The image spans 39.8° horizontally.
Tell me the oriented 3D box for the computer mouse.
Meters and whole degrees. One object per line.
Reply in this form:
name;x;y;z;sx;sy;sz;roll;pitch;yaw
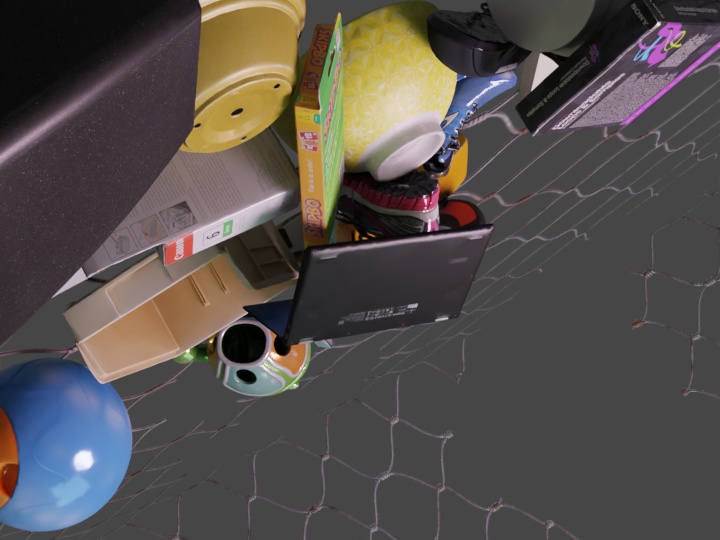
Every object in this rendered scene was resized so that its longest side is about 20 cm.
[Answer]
computer mouse;0.139;-0.193;0.913;0.200;0.140;0.046;-35;153;-60

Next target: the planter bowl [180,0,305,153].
planter bowl;-0.109;-0.148;0.750;0.200;0.084;0.200;-30;166;-8

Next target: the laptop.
laptop;0.000;0.000;0.974;0.186;0.116;0.200;-8;140;-23

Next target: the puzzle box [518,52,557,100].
puzzle box;0.258;-0.276;1.197;0.133;0.025;0.200;-30;166;-4

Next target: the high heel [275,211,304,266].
high heel;-0.111;-0.017;1.266;0.142;0.072;0.200;-26;172;27

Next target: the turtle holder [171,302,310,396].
turtle holder;-0.168;0.104;1.442;0.141;0.185;0.132;-63;167;-3

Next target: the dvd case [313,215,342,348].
dvd case;-0.038;-0.017;1.173;0.022;0.201;0.146;7;169;8

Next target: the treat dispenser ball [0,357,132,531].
treat dispenser ball;-0.372;0.204;1.177;0.200;0.201;0.201;-29;166;-8

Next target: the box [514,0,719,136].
box;0.239;-0.179;0.868;0.200;0.036;0.143;-17;160;-50

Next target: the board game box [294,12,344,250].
board game box;-0.032;-0.112;0.837;0.030;0.096;0.200;9;145;3

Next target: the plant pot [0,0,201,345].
plant pot;-0.193;-0.106;0.520;0.177;0.200;0.200;-37;169;-22

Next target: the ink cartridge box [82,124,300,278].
ink cartridge box;-0.162;-0.070;0.855;0.199;0.109;0.050;-26;165;-18

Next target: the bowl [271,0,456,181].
bowl;0.021;-0.152;0.959;0.199;0.108;0.200;-28;166;-8

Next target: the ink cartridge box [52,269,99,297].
ink cartridge box;-0.250;-0.033;0.946;0.199;0.039;0.099;-28;167;-8

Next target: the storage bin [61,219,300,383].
storage bin;-0.184;0.022;1.076;0.199;0.094;0.198;-30;177;15

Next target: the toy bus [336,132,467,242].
toy bus;0.046;-0.094;1.170;0.200;0.078;0.065;-39;149;-25

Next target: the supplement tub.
supplement tub;0.220;-0.270;0.886;0.199;0.146;0.145;-20;163;-38

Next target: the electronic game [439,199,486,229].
electronic game;0.059;-0.014;1.170;0.199;0.042;0.200;-29;-153;16

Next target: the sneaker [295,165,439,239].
sneaker;-0.002;-0.071;1.033;0.080;0.200;0.075;-26;124;-33

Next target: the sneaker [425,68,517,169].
sneaker;0.093;-0.161;1.117;0.200;0.089;0.079;-33;167;7
